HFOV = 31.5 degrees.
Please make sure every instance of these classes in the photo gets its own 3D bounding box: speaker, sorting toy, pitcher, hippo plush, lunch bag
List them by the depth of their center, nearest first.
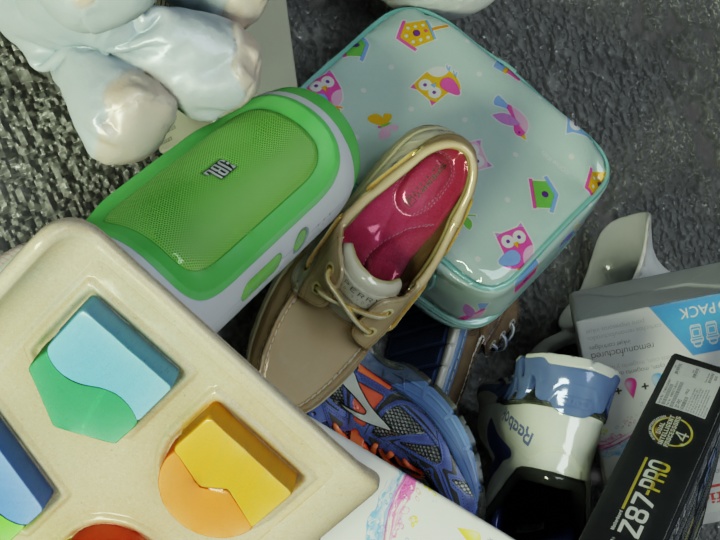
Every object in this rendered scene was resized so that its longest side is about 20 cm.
[{"bbox_3d":[-0.120,0.098,0.601,0.200,0.185,0.037,41,23,-15],"label":"sorting toy"},{"bbox_3d":[-0.134,-0.174,0.651,0.200,0.161,0.159,38,72,14],"label":"hippo plush"},{"bbox_3d":[-0.079,-0.023,0.676,0.089,0.088,0.200,58,44,-14],"label":"speaker"},{"bbox_3d":[0.046,-0.068,0.841,0.200,0.077,0.160,40,66,11],"label":"lunch bag"},{"bbox_3d":[0.233,0.082,0.982,0.200,0.121,0.172,42,82,-12],"label":"pitcher"}]

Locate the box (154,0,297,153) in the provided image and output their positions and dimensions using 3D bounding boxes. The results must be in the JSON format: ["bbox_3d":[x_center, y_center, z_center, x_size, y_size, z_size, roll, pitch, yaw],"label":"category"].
[{"bbox_3d":[-0.094,-0.178,0.797,0.068,0.082,0.202,-6,85,-34],"label":"box"}]

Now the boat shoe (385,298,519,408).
[{"bbox_3d":[0.075,0.026,0.892,0.072,0.072,0.202,27,68,-31],"label":"boat shoe"}]

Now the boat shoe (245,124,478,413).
[{"bbox_3d":[0.000,0.000,0.740,0.073,0.069,0.201,33,90,-8],"label":"boat shoe"}]

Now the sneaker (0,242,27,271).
[{"bbox_3d":[-0.149,0.013,0.714,0.199,0.104,0.076,-23,93,-36],"label":"sneaker"}]

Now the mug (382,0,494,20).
[{"bbox_3d":[0.057,-0.272,0.850,0.200,0.148,0.175,-38,141,2],"label":"mug"}]

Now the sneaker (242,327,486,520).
[{"bbox_3d":[0.003,0.090,0.800,0.078,0.075,0.200,-40,66,-12],"label":"sneaker"}]

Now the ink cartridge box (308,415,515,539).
[{"bbox_3d":[-0.009,0.180,0.732,0.199,0.125,0.129,30,73,3],"label":"ink cartridge box"}]

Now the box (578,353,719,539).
[{"bbox_3d":[0.167,0.173,0.766,0.200,0.049,0.162,-52,149,-41],"label":"box"}]

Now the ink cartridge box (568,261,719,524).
[{"bbox_3d":[0.222,0.107,0.903,0.068,0.114,0.202,-75,152,-72],"label":"ink cartridge box"}]

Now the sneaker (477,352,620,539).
[{"bbox_3d":[0.108,0.131,0.833,0.080,0.200,0.116,15,72,2],"label":"sneaker"}]
